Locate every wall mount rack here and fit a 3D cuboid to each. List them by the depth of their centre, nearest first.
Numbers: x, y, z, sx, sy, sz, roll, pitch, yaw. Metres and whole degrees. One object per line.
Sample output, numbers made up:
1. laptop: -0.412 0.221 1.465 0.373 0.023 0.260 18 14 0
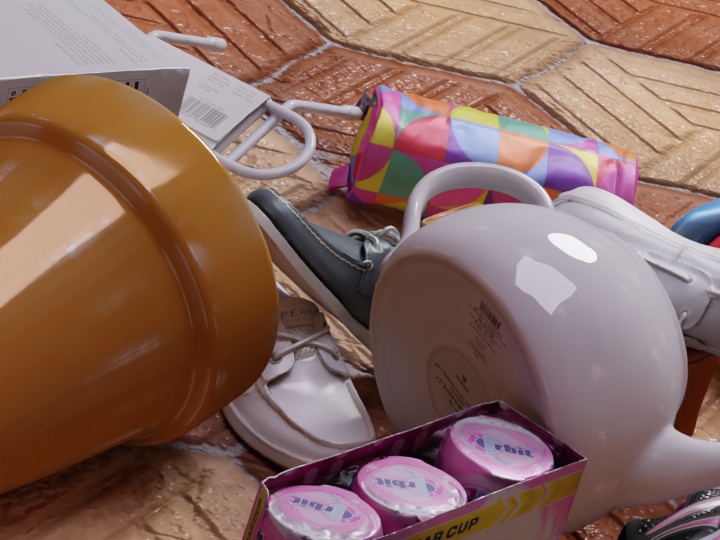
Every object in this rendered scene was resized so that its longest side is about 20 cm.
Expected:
1. wall mount rack: -0.098 -0.104 1.921 0.200 0.075 0.174 29 51 24

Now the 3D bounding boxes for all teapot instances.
1. teapot: 0.107 0.042 1.629 0.146 0.200 0.197 -22 12 -31

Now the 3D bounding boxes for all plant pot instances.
1. plant pot: -0.176 0.026 1.546 0.200 0.200 0.183 29 44 25

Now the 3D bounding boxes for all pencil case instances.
1. pencil case: 0.085 -0.063 1.983 0.200 0.089 0.088 14 25 -7

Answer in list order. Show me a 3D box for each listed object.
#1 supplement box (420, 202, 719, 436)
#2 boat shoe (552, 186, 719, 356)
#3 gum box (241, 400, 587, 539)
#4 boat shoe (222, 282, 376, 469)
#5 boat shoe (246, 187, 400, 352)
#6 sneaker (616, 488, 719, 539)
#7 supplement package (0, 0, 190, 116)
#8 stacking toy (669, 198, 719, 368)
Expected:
1. supplement box: 0.119 0.035 1.824 0.200 0.067 0.069 34 32 32
2. boat shoe: 0.181 0.014 1.755 0.200 0.072 0.068 33 48 24
3. gum box: 0.015 0.147 1.478 0.066 0.114 0.200 33 30 31
4. boat shoe: -0.046 0.047 1.693 0.071 0.069 0.200 -2 31 -33
5. boat shoe: 0.000 0.000 1.711 0.200 0.062 0.073 43 -2 -42
6. sneaker: 0.219 0.145 1.653 0.200 0.080 0.086 -2 20 -45
7. supplement package: -0.248 -0.094 1.768 0.200 0.147 0.191 -7 34 -40
8. stacking toy: 0.273 0.052 1.861 0.116 0.110 0.200 -12 46 -20
